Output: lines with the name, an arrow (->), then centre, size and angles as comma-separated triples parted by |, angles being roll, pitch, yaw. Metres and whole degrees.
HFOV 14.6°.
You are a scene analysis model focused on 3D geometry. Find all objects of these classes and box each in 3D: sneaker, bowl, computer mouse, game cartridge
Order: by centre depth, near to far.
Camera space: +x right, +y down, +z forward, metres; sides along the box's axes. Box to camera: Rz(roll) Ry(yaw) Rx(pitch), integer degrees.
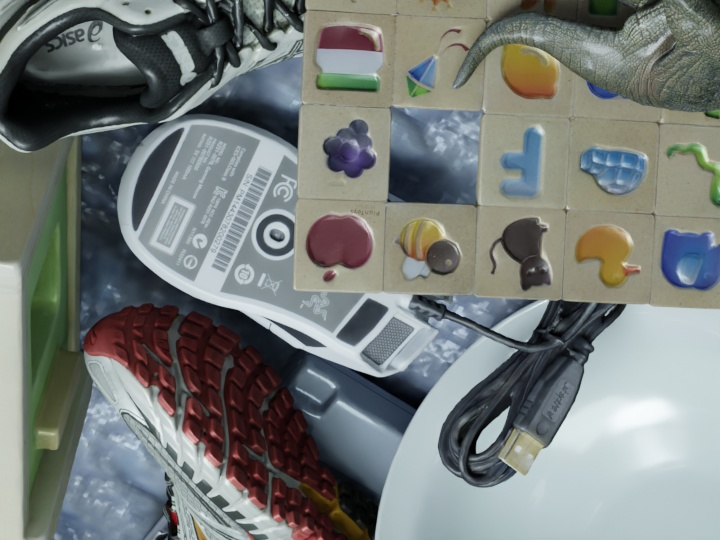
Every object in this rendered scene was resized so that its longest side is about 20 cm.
sneaker -> -0.051, -0.092, 1.039 | 0.199, 0.088, 0.076 | -20, 117, 17
computer mouse -> 0.000, 0.000, 1.103 | 0.199, 0.044, 0.110 | 27, 88, 6
bowl -> 0.112, 0.111, 1.107 | 0.200, 0.202, 0.090 | -22, 149, 20
sneaker -> -0.054, 0.100, 1.132 | 0.082, 0.078, 0.200 | -23, 117, 22
game cartridge -> -0.022, 0.133, 1.217 | 0.133, 0.041, 0.200 | 34, 121, -11

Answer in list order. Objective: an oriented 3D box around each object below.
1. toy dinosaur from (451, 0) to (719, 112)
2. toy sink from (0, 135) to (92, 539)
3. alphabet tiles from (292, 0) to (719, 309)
toy dinosaur -> 0.130, -0.093, 0.980 | 0.199, 0.077, 0.102 | -34, 132, 9
toy sink -> -0.168, 0.040, 1.116 | 0.111, 0.131, 0.201 | 6, 123, 2
alphabet tiles -> 0.077, -0.072, 1.018 | 0.198, 0.008, 0.169 | 3, 93, -8
